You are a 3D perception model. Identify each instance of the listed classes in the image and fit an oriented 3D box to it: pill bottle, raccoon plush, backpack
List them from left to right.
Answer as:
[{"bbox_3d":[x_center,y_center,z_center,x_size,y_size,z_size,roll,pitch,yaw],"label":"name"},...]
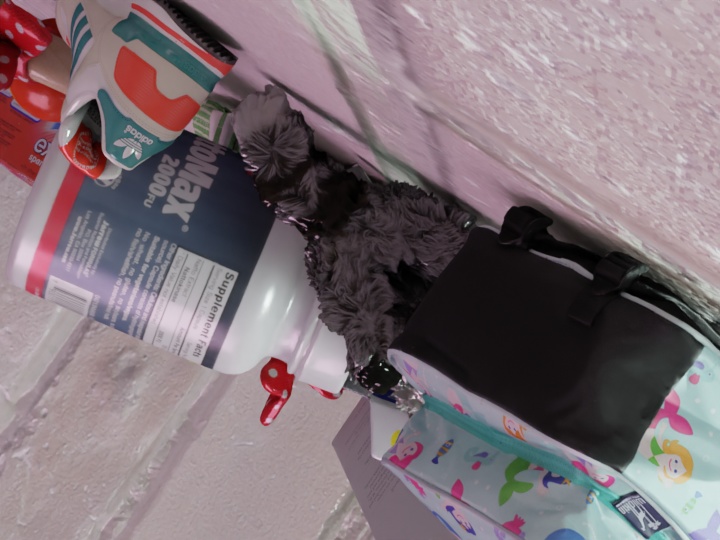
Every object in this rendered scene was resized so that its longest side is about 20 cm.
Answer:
[{"bbox_3d":[-0.087,-0.011,1.400,0.199,0.120,0.120,23,176,-3],"label":"pill bottle"},{"bbox_3d":[0.018,-0.006,1.310,0.201,0.096,0.134,64,-179,16],"label":"raccoon plush"},{"bbox_3d":[0.122,0.087,1.122,0.200,0.151,0.177,32,177,-36],"label":"backpack"}]

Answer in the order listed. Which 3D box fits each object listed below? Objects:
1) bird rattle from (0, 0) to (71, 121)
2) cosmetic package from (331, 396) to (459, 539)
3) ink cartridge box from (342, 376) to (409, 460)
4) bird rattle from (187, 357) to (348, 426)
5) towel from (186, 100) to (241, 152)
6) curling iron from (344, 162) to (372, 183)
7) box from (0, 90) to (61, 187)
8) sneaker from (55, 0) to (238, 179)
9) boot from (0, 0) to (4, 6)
[{"bbox_3d":[-0.205,-0.139,1.526,0.162,0.113,0.200,21,170,-21],"label":"bird rattle"},{"bbox_3d":[0.068,0.159,1.647,0.112,0.081,0.200,21,-158,-31],"label":"cosmetic package"},{"bbox_3d":[0.082,0.097,1.498,0.199,0.047,0.198,17,-170,18],"label":"ink cartridge box"},{"bbox_3d":[-0.060,0.003,1.663,0.112,0.164,0.200,-17,155,28],"label":"bird rattle"},{"bbox_3d":[-0.127,-0.039,1.556,0.023,0.153,0.200,17,-178,-23],"label":"towel"},{"bbox_3d":[0.034,0.034,1.361,0.026,0.049,0.201,-2,113,55],"label":"curling iron"},{"bbox_3d":[-0.180,-0.085,1.759,0.200,0.100,0.095,31,174,38],"label":"box"},{"bbox_3d":[-0.136,-0.100,1.315,0.070,0.094,0.200,37,175,-25],"label":"sneaker"},{"bbox_3d":[-0.280,-0.220,1.386,0.201,0.071,0.144,34,167,50],"label":"boot"}]
